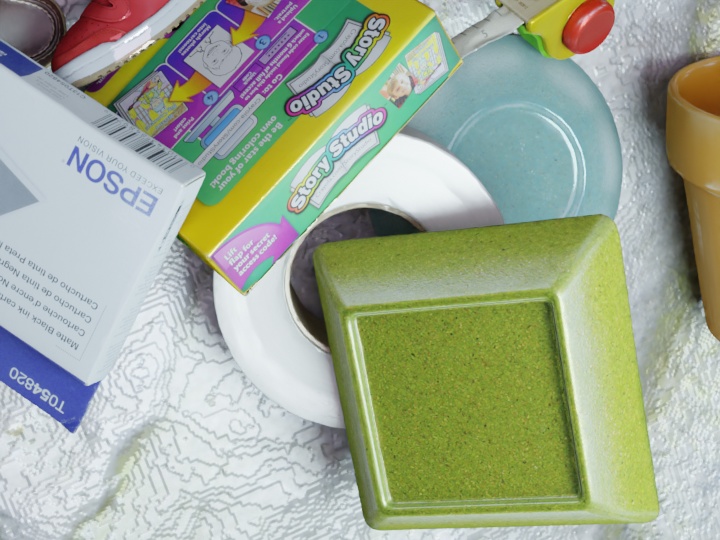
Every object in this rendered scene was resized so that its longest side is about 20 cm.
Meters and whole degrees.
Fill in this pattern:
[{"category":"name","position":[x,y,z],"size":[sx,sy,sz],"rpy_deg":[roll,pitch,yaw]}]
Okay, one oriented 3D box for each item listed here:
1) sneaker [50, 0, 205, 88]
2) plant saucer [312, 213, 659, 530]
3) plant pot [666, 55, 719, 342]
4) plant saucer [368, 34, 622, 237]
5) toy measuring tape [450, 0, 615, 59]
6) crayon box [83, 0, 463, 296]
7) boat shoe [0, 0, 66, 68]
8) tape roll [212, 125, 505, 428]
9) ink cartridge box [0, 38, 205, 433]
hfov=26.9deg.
[{"category":"sneaker","position":[-0.133,-0.208,0.912],"size":[0.200,0.071,0.113],"rpy_deg":[-43,114,-9]},{"category":"plant saucer","position":[0.070,0.076,0.929],"size":[0.199,0.048,0.201],"rpy_deg":[-6,104,21]},{"category":"plant pot","position":[0.314,-0.041,1.069],"size":[0.199,0.200,0.184],"rpy_deg":[-9,115,-16]},{"category":"plant saucer","position":[0.103,-0.067,1.067],"size":[0.200,0.039,0.202],"rpy_deg":[-2,97,-17]},{"category":"toy measuring tape","position":[0.112,-0.162,1.039],"size":[0.200,0.074,0.074],"rpy_deg":[-35,105,-16]},{"category":"crayon box","position":[-0.066,-0.110,0.942],"size":[0.200,0.172,0.058],"rpy_deg":[-47,145,-6]},{"category":"boat shoe","position":[-0.278,-0.140,0.922],"size":[0.199,0.072,0.073],"rpy_deg":[-4,98,-17]},{"category":"tape roll","position":[0.000,0.000,1.006],"size":[0.201,0.071,0.204],"rpy_deg":[-1,103,-4]},{"category":"ink cartridge box","position":[-0.217,-0.025,0.892],"size":[0.199,0.041,0.201],"rpy_deg":[32,114,7]}]
